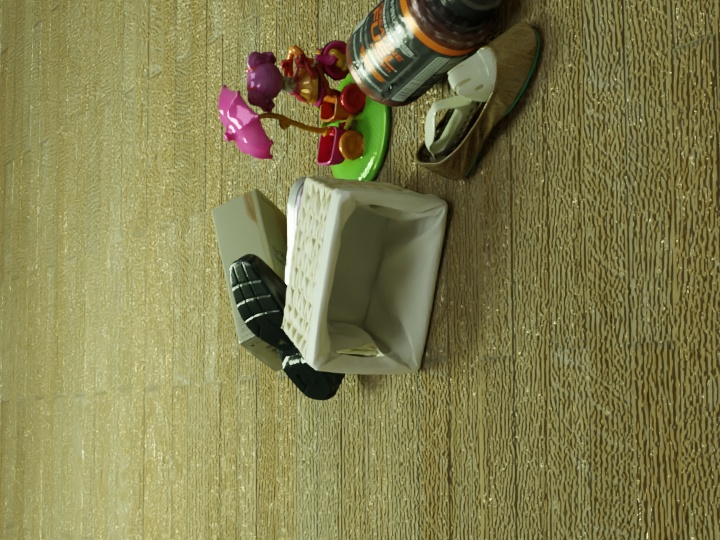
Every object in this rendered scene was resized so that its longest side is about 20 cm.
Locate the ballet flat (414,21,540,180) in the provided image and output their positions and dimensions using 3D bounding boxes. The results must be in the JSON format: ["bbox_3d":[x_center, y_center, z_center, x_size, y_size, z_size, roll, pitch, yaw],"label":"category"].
[{"bbox_3d":[0.110,-0.171,1.562,0.201,0.072,0.068,-57,40,42],"label":"ballet flat"}]

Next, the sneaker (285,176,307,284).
[{"bbox_3d":[-0.028,-0.003,1.810,0.113,0.072,0.203,15,122,33],"label":"sneaker"}]

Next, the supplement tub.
[{"bbox_3d":[0.070,-0.259,1.610,0.200,0.106,0.108,-37,55,55],"label":"supplement tub"}]

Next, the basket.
[{"bbox_3d":[0.000,0.000,1.692,0.123,0.134,0.203,-143,60,-62],"label":"basket"}]

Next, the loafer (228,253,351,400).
[{"bbox_3d":[-0.082,0.056,1.794,0.072,0.072,0.201,-11,121,42],"label":"loafer"}]

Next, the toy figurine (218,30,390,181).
[{"bbox_3d":[-0.077,-0.200,1.801,0.150,0.182,0.203,2,89,62],"label":"toy figurine"}]

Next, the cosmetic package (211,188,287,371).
[{"bbox_3d":[-0.118,0.012,1.926,0.070,0.105,0.202,-24,60,15],"label":"cosmetic package"}]
